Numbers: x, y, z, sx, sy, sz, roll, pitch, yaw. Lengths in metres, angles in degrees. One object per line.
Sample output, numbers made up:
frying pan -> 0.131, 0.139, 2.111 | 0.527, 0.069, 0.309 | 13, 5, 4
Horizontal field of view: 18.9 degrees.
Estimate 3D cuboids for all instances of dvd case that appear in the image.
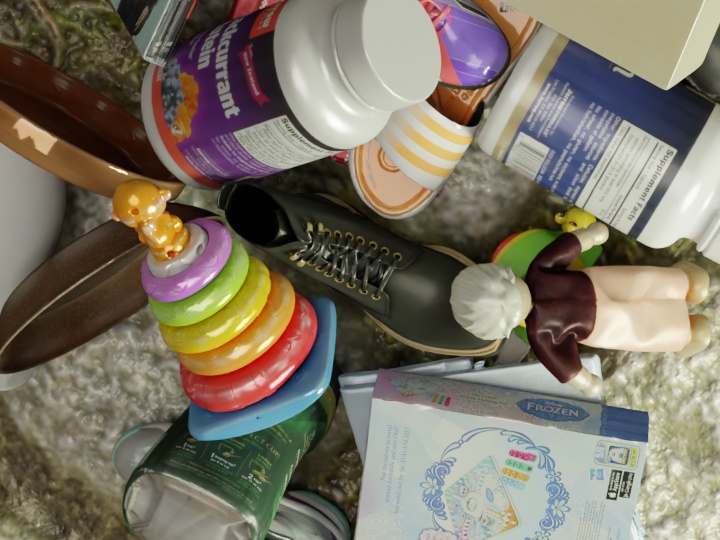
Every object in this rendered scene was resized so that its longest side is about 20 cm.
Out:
dvd case -> -0.119, -0.258, 1.529 | 0.022, 0.146, 0.200 | 21, 108, -26

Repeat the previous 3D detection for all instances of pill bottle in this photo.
pill bottle -> 0.193, -0.085, 1.512 | 0.200, 0.111, 0.111 | 30, 107, 4
pill bottle -> -0.047, -0.130, 1.492 | 0.200, 0.111, 0.112 | -16, 99, 39

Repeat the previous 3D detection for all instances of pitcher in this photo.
pitcher -> -0.311, -0.028, 1.630 | 0.171, 0.121, 0.200 | 13, 115, 5

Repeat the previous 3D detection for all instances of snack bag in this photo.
snack bag -> 0.099, 0.142, 1.602 | 0.200, 0.021, 0.189 | -9, 119, 14

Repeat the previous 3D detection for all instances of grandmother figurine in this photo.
grandmother figurine -> 0.152, 0.028, 1.510 | 0.061, 0.200, 0.122 | -31, 58, 55

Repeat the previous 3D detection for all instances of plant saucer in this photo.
plant saucer -> -0.216, -0.104, 1.547 | 0.200, 0.200, 0.032 | 34, 102, 3
plant saucer -> -0.189, 0.006, 1.572 | 0.200, 0.200, 0.037 | -38, 80, 17

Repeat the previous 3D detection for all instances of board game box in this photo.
board game box -> 0.098, 0.177, 1.586 | 0.199, 0.043, 0.200 | 9, 123, 3

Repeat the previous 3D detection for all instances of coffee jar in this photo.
coffee jar -> -0.088, 0.125, 1.576 | 0.104, 0.200, 0.085 | 26, 129, 6

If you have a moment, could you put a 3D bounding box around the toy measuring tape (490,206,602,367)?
toy measuring tape -> 0.107, 0.037, 1.575 | 0.074, 0.074, 0.200 | 33, 107, 3

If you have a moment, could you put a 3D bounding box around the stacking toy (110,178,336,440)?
stacking toy -> -0.110, 0.009, 1.476 | 0.116, 0.110, 0.200 | -22, 126, 19

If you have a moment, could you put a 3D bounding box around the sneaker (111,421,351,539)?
sneaker -> -0.109, 0.185, 1.620 | 0.200, 0.140, 0.078 | 23, 107, 6

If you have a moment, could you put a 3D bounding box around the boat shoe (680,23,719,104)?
boat shoe -> 0.213, -0.203, 1.508 | 0.074, 0.063, 0.202 | -24, 98, 15

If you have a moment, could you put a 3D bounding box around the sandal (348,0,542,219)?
sandal -> 0.057, -0.130, 1.539 | 0.079, 0.059, 0.207 | 34, 103, 3

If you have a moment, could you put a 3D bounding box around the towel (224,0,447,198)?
towel -> -0.009, -0.153, 1.587 | 0.200, 0.022, 0.145 | 22, 104, 5

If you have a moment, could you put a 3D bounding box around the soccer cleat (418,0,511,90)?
soccer cleat -> 0.022, -0.199, 1.505 | 0.068, 0.073, 0.200 | -44, 69, -7

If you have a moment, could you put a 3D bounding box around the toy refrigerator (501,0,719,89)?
toy refrigerator -> 0.149, -0.209, 1.470 | 0.200, 0.070, 0.076 | 30, 124, 18

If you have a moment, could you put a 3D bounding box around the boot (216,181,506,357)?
boot -> 0.000, 0.000, 1.525 | 0.200, 0.138, 0.078 | 24, 93, 27
